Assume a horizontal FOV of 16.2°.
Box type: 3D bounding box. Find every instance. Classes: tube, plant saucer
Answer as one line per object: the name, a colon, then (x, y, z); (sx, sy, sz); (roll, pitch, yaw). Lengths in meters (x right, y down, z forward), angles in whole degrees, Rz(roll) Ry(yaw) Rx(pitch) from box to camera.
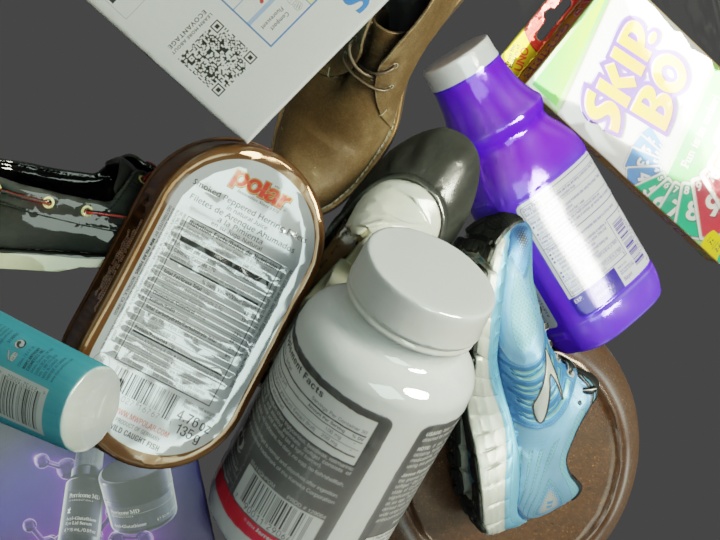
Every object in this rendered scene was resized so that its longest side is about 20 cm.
tube: (-0.227, 0.044, 1.432); (0.050, 0.200, 0.078); (30, 83, -61)
plant saucer: (0.091, 0.120, 1.609); (0.199, 0.034, 0.201); (-3, 99, -16)

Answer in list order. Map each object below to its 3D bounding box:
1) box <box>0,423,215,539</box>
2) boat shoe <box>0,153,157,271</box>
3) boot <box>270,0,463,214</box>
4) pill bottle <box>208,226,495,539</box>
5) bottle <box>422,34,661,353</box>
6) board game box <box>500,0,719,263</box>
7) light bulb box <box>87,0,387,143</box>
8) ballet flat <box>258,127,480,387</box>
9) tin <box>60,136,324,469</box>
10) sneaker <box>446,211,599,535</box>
box: (-0.199, 0.127, 1.496); (0.199, 0.079, 0.142); (-15, 100, -15)
boat shoe: (-0.137, -0.034, 1.491); (0.201, 0.074, 0.063); (3, 106, -13)
boot: (0.001, -0.122, 1.507); (0.073, 0.075, 0.200); (31, 97, 4)
pill bottle: (-0.001, 0.077, 1.461); (0.110, 0.111, 0.200); (18, 120, -19)
bottle: (0.108, -0.049, 1.566); (0.083, 0.065, 0.200); (-39, 103, -31)
board game box: (0.186, -0.103, 1.610); (0.200, 0.030, 0.096); (40, 85, -16)
light bulb box: (-0.074, -0.219, 1.434); (0.198, 0.125, 0.200); (-44, 109, 10)
ballet flat: (0.000, 0.000, 1.516); (0.068, 0.068, 0.200); (40, 100, -5)
tin: (-0.095, 0.020, 1.455); (0.112, 0.042, 0.201); (28, 88, -24)
sneaker: (0.099, 0.058, 1.547); (0.090, 0.078, 0.201); (-9, 110, -15)
